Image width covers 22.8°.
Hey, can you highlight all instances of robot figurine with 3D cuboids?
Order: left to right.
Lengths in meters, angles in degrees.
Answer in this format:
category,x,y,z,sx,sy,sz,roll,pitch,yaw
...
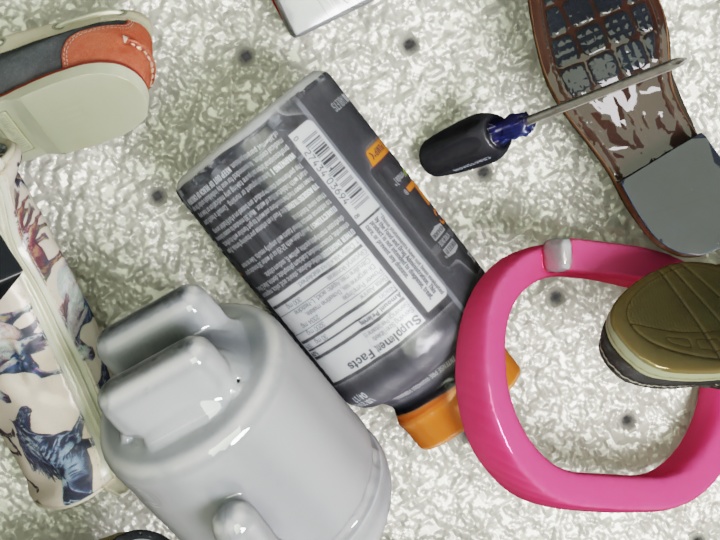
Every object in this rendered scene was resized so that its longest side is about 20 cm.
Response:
category,x,y,z,sx,sy,sz,roll,pitch,yaw
robot figurine,-0.057,0.097,0.935,0.113,0.170,0.200,-26,127,16

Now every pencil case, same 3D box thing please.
category,x,y,z,sx,sy,sz,roll,pitch,yaw
pencil case,-0.177,0.029,0.950,0.078,0.089,0.201,-42,118,-41

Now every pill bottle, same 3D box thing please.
category,x,y,z,sx,sy,sz,roll,pitch,yaw
pill bottle,0.000,0.000,0.967,0.106,0.106,0.200,-38,96,1

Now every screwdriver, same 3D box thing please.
category,x,y,z,sx,sy,sz,roll,pitch,yaw
screwdriver,0.100,-0.080,0.935,0.029,0.200,0.028,41,58,-27

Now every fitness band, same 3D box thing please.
category,x,y,z,sx,sy,sz,roll,pitch,yaw
fitness band,0.134,0.058,0.967,0.199,0.037,0.144,8,80,-38

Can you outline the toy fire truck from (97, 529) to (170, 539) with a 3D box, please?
category,x,y,z,sx,sy,sz,roll,pitch,yaw
toy fire truck,-0.171,0.253,0.926,0.199,0.129,0.176,-17,67,-22

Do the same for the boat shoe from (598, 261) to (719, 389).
category,x,y,z,sx,sy,sz,roll,pitch,yaw
boat shoe,0.194,0.034,0.952,0.072,0.200,0.066,53,134,22

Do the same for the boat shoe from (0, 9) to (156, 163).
category,x,y,z,sx,sy,sz,roll,pitch,yaw
boat shoe,-0.204,-0.093,0.969,0.199,0.063,0.071,-13,139,14

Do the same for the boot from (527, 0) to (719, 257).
category,x,y,z,sx,sy,sz,roll,pitch,yaw
boot,0.140,-0.095,0.982,0.074,0.097,0.201,-23,84,0

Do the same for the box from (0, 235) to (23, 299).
category,x,y,z,sx,sy,sz,roll,pitch,yaw
box,-0.268,0.003,0.887,0.141,0.079,0.200,54,135,6

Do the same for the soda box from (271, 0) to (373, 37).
category,x,y,z,sx,sy,sz,roll,pitch,yaw
soda box,0.038,-0.197,0.970,0.199,0.068,0.064,-26,96,-1
